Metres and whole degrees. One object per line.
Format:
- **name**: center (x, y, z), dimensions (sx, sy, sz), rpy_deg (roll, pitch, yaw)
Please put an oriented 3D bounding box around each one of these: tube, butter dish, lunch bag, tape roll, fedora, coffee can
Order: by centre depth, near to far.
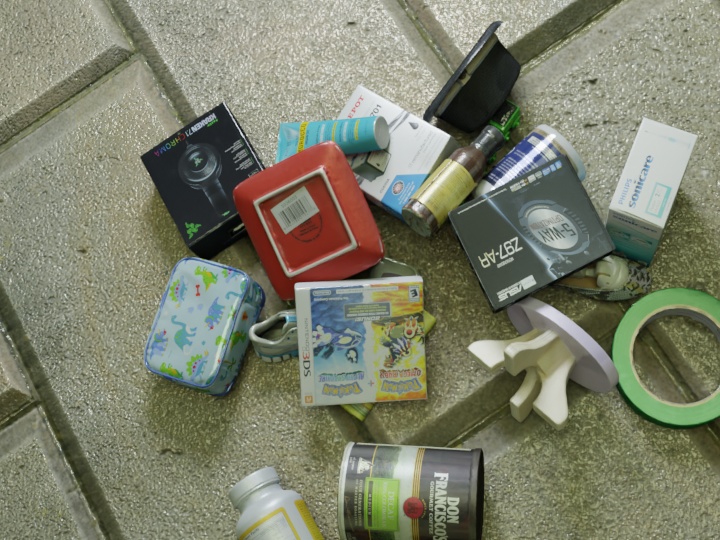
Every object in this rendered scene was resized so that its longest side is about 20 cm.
- **coffee can**: center (0.076, 0.327, 1.474), dimensions (0.196, 0.147, 0.149), rpy_deg (1, 74, 11)
- **tape roll**: center (0.470, 0.129, 1.506), dimensions (0.196, 0.048, 0.205), rpy_deg (-3, 74, 10)
- **butter dish**: center (-0.066, -0.085, 1.596), dimensions (0.197, 0.148, 0.202), rpy_deg (-23, 96, 20)
- **tube**: center (-0.050, -0.207, 1.612), dimensions (0.197, 0.050, 0.079), rpy_deg (-4, 67, 31)
- **fedora**: center (0.188, -0.293, 1.626), dimensions (0.091, 0.201, 0.202), rpy_deg (38, 84, -3)
- **lunch bag**: center (-0.252, 0.087, 1.631), dimensions (0.158, 0.082, 0.204), rpy_deg (13, 77, 24)

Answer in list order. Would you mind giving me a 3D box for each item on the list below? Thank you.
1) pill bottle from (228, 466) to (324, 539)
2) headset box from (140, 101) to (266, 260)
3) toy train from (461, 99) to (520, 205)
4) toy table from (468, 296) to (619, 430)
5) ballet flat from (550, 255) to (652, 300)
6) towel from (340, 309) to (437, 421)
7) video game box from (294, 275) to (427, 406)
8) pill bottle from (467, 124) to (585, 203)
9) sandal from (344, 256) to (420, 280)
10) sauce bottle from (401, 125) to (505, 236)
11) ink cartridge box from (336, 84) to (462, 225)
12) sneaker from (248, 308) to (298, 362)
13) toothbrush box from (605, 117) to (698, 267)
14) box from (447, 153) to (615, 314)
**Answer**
- **pill bottle**: center (-0.116, 0.399, 1.507), dimensions (0.111, 0.112, 0.202), rpy_deg (-32, 71, 0)
- **headset box**: center (-0.240, -0.140, 1.693), dimensions (0.172, 0.093, 0.202), rpy_deg (-31, 71, 2)
- **toy train**: center (0.195, -0.187, 1.644), dimensions (0.041, 0.056, 0.202), rpy_deg (32, 82, 17)
- **toy table**: center (0.261, 0.136, 1.485), dimensions (0.117, 0.185, 0.199), rpy_deg (-40, 44, -17)
- **ballet flat**: center (0.345, 0.003, 1.555), dimensions (0.196, 0.072, 0.074), rpy_deg (8, 76, 12)
- **towel**: center (0.029, 0.132, 1.607), dimensions (0.086, 0.018, 0.201), rpy_deg (36, 83, 13)
- **video game box**: center (0.001, 0.108, 1.548), dimensions (0.196, 0.047, 0.186), rpy_deg (-4, 102, -1)
- **pill bottle**: center (0.244, -0.121, 1.587), dimensions (0.199, 0.111, 0.111), rpy_deg (-42, 71, -3)
- **sandal**: center (0.001, -0.001, 1.622), dimensions (0.197, 0.057, 0.081), rpy_deg (7, 74, 22)
- **sauce bottle**: center (0.146, -0.140, 1.552), dimensions (0.064, 0.065, 0.200), rpy_deg (39, 73, 18)
- **ink cartridge box**: center (0.045, -0.182, 1.631), dimensions (0.199, 0.086, 0.148), rpy_deg (33, 90, 27)
- **sneaker**: center (-0.084, 0.088, 1.599), dimensions (0.197, 0.087, 0.076), rpy_deg (-20, 65, 6)
- **toothbrush box**: center (0.421, -0.110, 1.503), dimensions (0.084, 0.200, 0.149), rpy_deg (21, 78, 16)
- **box**: center (0.248, -0.054, 1.496), dimensions (0.197, 0.044, 0.162), rpy_deg (-26, 79, 1)
